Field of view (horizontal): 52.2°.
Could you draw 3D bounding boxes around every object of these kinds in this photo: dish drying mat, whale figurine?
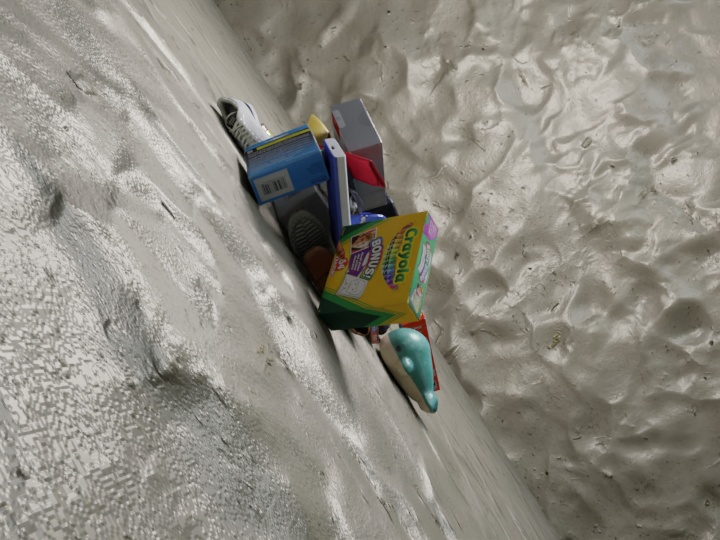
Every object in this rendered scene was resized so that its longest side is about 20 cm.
[{"bbox_3d":[-0.028,-0.221,1.543,0.200,0.018,0.077,27,-22,47],"label":"dish drying mat"},{"bbox_3d":[0.125,0.217,1.622,0.200,0.104,0.159,59,5,20],"label":"whale figurine"}]

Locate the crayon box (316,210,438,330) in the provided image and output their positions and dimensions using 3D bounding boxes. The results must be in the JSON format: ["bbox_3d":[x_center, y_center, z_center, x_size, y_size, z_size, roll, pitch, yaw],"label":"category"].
[{"bbox_3d":[0.032,0.000,1.258,0.058,0.172,0.201,52,41,-39],"label":"crayon box"}]

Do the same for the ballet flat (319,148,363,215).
[{"bbox_3d":[-0.045,-0.169,1.552,0.073,0.073,0.200,61,1,41],"label":"ballet flat"}]

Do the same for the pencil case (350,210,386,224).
[{"bbox_3d":[0.013,-0.023,1.482,0.087,0.078,0.201,43,46,-67],"label":"pencil case"}]

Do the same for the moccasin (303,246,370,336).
[{"bbox_3d":[-0.041,0.042,1.375,0.202,0.073,0.078,65,-7,-25],"label":"moccasin"}]

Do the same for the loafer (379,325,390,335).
[{"bbox_3d":[0.050,0.103,1.782,0.068,0.070,0.201,54,4,-9],"label":"loafer"}]

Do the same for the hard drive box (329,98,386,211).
[{"bbox_3d":[-0.004,-0.258,1.659,0.200,0.076,0.156,83,-12,-53],"label":"hard drive box"}]

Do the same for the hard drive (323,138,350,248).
[{"bbox_3d":[-0.043,-0.136,1.396,0.132,0.025,0.201,-115,-161,-63],"label":"hard drive"}]

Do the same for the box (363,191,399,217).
[{"bbox_3d":[-0.019,-0.127,1.781,0.148,0.199,0.104,62,-2,46],"label":"box"}]

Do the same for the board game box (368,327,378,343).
[{"bbox_3d":[0.022,0.049,1.611,0.103,0.019,0.201,-106,-166,-69],"label":"board game box"}]

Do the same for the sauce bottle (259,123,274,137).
[{"bbox_3d":[-0.193,-0.245,1.707,0.200,0.065,0.065,55,5,-17],"label":"sauce bottle"}]

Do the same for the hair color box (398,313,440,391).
[{"bbox_3d":[0.139,0.190,1.798,0.111,0.064,0.201,-110,-175,-68],"label":"hair color box"}]

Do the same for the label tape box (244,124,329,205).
[{"bbox_3d":[-0.147,-0.211,1.430,0.200,0.143,0.066,-114,-177,-64],"label":"label tape box"}]

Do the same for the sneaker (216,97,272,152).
[{"bbox_3d":[-0.241,-0.287,1.567,0.200,0.076,0.080,54,15,20],"label":"sneaker"}]

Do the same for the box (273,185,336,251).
[{"bbox_3d":[-0.088,-0.091,1.555,0.200,0.097,0.125,53,6,-31],"label":"box"}]

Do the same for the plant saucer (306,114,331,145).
[{"bbox_3d":[-0.098,-0.218,1.684,0.200,0.048,0.200,75,27,-48],"label":"plant saucer"}]

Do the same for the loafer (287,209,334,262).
[{"bbox_3d":[-0.093,-0.045,1.436,0.070,0.075,0.200,55,-7,48],"label":"loafer"}]
